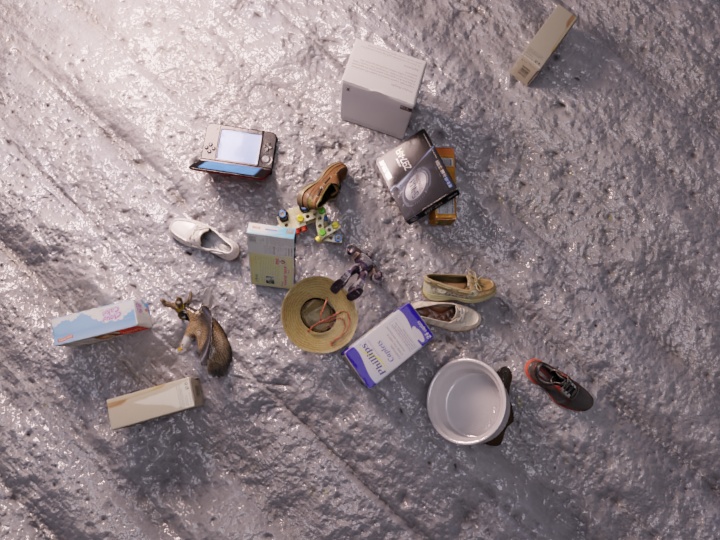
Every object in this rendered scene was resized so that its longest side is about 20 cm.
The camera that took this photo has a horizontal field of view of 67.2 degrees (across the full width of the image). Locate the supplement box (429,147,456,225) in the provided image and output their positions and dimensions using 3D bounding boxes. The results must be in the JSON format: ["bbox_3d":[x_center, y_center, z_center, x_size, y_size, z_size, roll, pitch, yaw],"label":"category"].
[{"bbox_3d":[0.222,-0.228,1.479,0.067,0.067,0.204,3,80,-5],"label":"supplement box"}]

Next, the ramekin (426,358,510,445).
[{"bbox_3d":[0.270,0.326,1.330,0.197,0.097,0.204,-12,65,26],"label":"ramekin"}]

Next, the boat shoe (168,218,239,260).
[{"bbox_3d":[-0.411,-0.090,1.413,0.197,0.069,0.072,21,81,1],"label":"boat shoe"}]

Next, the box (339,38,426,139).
[{"bbox_3d":[0.055,-0.477,1.445,0.196,0.200,0.133,18,77,0],"label":"box"}]

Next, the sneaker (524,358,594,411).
[{"bbox_3d":[0.517,0.301,1.395,0.198,0.082,0.078,30,79,2],"label":"sneaker"}]

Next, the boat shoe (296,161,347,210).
[{"bbox_3d":[-0.082,-0.216,1.424,0.067,0.073,0.200,21,50,25],"label":"boat shoe"}]

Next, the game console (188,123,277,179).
[{"bbox_3d":[-0.332,-0.316,1.434,0.196,0.119,0.176,8,80,-3],"label":"game console"}]

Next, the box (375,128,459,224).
[{"bbox_3d":[0.150,-0.250,1.444,0.159,0.043,0.203,-29,71,15],"label":"box"}]

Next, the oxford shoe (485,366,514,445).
[{"bbox_3d":[0.357,0.348,1.391,0.083,0.073,0.203,21,82,-15],"label":"oxford shoe"}]

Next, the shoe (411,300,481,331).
[{"bbox_3d":[0.224,0.120,1.423,0.196,0.053,0.071,7,80,-2],"label":"shoe"}]

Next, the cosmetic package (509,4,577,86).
[{"bbox_3d":[0.522,-0.643,1.553,0.071,0.105,0.201,37,81,2],"label":"cosmetic package"}]

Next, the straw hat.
[{"bbox_3d":[-0.111,0.115,1.389,0.197,0.085,0.205,0,88,-14],"label":"straw hat"}]

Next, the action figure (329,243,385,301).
[{"bbox_3d":[0.000,0.000,1.387,0.129,0.070,0.201,35,37,-1],"label":"action figure"}]

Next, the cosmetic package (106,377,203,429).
[{"bbox_3d":[-0.492,0.320,1.312,0.196,0.105,0.072,-14,80,-7],"label":"cosmetic package"}]

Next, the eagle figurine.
[{"bbox_3d":[-0.390,0.154,1.339,0.199,0.151,0.152,38,116,20],"label":"eagle figurine"}]

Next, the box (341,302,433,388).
[{"bbox_3d":[0.060,0.185,1.336,0.199,0.184,0.105,-37,85,-9],"label":"box"}]

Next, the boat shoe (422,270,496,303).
[{"bbox_3d":[0.262,0.041,1.422,0.196,0.064,0.074,-3,37,-3],"label":"boat shoe"}]

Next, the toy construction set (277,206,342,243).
[{"bbox_3d":[-0.153,-0.109,1.428,0.197,0.092,0.133,-18,82,-18],"label":"toy construction set"}]

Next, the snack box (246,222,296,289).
[{"bbox_3d":[-0.219,-0.031,1.353,0.114,0.202,0.038,8,51,-2],"label":"snack box"}]

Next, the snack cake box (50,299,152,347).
[{"bbox_3d":[-0.633,0.132,1.337,0.196,0.115,0.068,-14,80,-6],"label":"snack cake box"}]
